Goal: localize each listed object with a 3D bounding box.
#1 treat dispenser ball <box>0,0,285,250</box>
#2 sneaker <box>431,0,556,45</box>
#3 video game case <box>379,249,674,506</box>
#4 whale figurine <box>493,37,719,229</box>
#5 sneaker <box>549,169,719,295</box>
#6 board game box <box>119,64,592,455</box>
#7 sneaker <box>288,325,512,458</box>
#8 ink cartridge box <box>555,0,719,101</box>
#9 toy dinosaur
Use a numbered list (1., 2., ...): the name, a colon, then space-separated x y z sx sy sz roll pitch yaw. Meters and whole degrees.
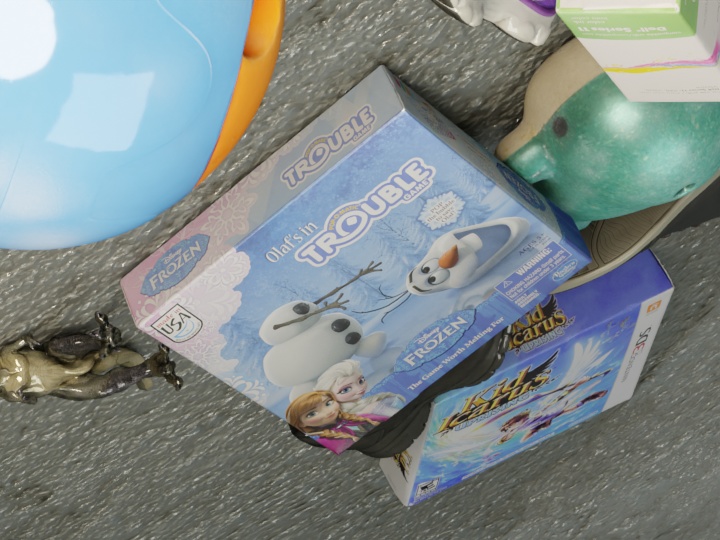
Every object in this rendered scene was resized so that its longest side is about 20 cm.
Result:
1. treat dispenser ball: -0.128 -0.109 1.162 0.200 0.202 0.201 -27 158 -12
2. sneaker: 0.059 -0.173 1.491 0.084 0.081 0.200 -55 161 12
3. video game case: 0.116 0.077 2.126 0.199 0.046 0.182 -25 157 -17
4. whale figurine: 0.151 -0.067 1.776 0.158 0.104 0.200 -17 155 -35
5. sneaker: 0.184 -0.038 1.925 0.199 0.075 0.106 -34 157 2
6. board game box: 0.000 0.000 1.710 0.200 0.044 0.199 -39 136 16
7. sneaker: 0.025 0.057 1.925 0.090 0.076 0.200 0 140 -41
8. ink cartridge box: 0.159 -0.158 1.556 0.067 0.118 0.200 0 166 19
9. toy dinosaur: -0.155 0.055 1.689 0.088 0.048 0.199 -16 172 35
